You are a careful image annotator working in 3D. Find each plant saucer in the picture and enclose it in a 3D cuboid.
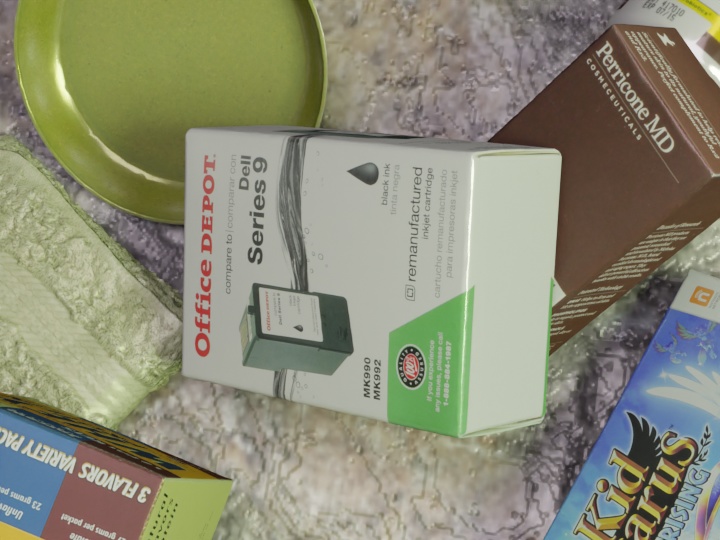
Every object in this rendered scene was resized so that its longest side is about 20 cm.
[{"bbox_3d":[-0.110,-0.127,1.040,0.199,0.031,0.201,5,110,15],"label":"plant saucer"}]

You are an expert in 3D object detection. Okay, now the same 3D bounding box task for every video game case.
[{"bbox_3d":[0.213,0.113,0.908,0.181,0.045,0.200,19,65,30],"label":"video game case"}]

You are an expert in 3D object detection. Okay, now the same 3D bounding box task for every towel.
[{"bbox_3d":[-0.204,0.024,1.052,0.200,0.036,0.148,43,86,18],"label":"towel"}]

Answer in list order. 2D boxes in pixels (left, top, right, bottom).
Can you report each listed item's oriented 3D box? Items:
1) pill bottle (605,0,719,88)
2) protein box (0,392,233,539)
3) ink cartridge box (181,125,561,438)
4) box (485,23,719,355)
[{"bbox_3d":[0.240,-0.172,0.994,0.109,0.109,0.200,40,84,18],"label":"pill bottle"},{"bbox_3d":[-0.177,0.174,0.900,0.135,0.200,0.199,21,85,7],"label":"protein box"},{"bbox_3d":[0.000,0.000,0.938,0.200,0.084,0.146,8,99,39],"label":"ink cartridge box"},{"bbox_3d":[0.112,-0.032,0.944,0.200,0.075,0.100,-43,68,32],"label":"box"}]
